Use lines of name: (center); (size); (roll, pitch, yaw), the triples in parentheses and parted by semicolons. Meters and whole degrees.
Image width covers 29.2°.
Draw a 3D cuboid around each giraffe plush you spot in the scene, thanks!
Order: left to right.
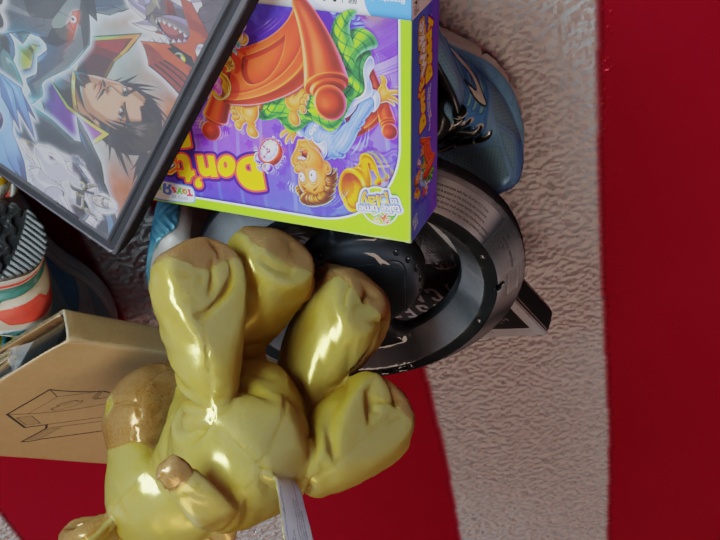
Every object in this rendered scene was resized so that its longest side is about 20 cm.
giraffe plush: (-0.081, 0.094, 0.763); (0.171, 0.202, 0.162); (24, 144, -31)

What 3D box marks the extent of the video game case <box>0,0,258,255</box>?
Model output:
video game case: (-0.155, -0.129, 0.682); (0.180, 0.026, 0.201); (34, 126, -1)

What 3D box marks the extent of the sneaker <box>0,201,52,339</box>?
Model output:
sneaker: (-0.266, 0.013, 0.762); (0.197, 0.071, 0.094); (0, 140, -1)

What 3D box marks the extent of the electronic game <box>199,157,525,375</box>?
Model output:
electronic game: (0.000, 0.000, 0.827); (0.197, 0.042, 0.201); (-1, 140, -1)

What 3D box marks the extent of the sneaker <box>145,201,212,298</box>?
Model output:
sneaker: (-0.082, 0.009, 0.909); (0.080, 0.077, 0.200); (1, 154, 16)

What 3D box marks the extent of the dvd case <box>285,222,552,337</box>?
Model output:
dvd case: (0.017, -0.009, 0.905); (0.149, 0.025, 0.200); (-4, 147, 36)

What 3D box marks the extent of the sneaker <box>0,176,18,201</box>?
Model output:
sneaker: (-0.210, -0.064, 0.796); (0.197, 0.091, 0.075); (-9, 142, 7)

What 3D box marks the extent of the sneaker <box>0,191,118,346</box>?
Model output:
sneaker: (-0.223, 0.042, 0.898); (0.079, 0.132, 0.200); (-17, 141, 15)

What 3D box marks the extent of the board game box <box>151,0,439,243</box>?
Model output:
board game box: (-0.059, -0.098, 0.707); (0.198, 0.045, 0.136); (10, 121, 19)

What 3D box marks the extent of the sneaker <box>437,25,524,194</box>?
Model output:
sneaker: (0.033, -0.095, 0.780); (0.078, 0.091, 0.200); (-25, 138, 22)

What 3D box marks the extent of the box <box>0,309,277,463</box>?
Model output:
box: (-0.168, 0.078, 0.859); (0.162, 0.021, 0.199); (-28, 156, 26)
